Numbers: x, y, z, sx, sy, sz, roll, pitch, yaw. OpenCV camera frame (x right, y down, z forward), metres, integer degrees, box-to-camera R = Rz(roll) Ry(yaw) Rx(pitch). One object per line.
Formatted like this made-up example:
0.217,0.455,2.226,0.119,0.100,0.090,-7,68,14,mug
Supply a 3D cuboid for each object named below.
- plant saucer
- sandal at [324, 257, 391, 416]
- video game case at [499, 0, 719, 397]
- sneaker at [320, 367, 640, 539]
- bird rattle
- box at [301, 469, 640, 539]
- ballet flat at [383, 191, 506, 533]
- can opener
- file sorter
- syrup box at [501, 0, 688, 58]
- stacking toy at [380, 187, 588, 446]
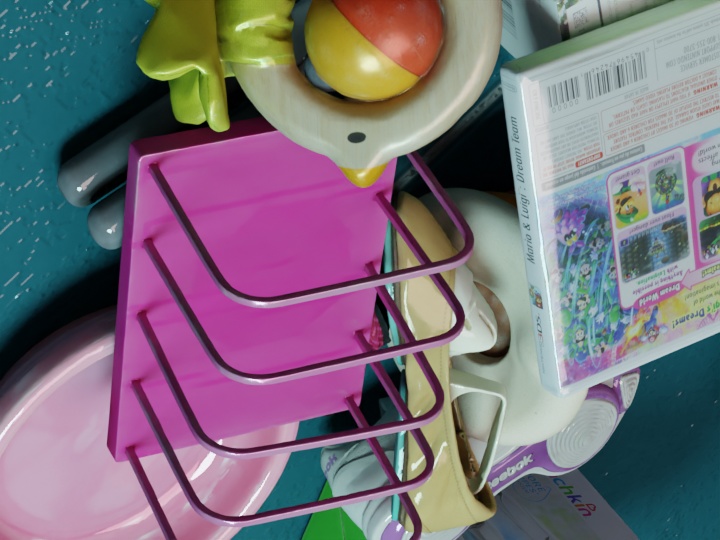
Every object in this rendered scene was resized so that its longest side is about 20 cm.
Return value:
-0.128,0.091,1.517,0.200,0.051,0.201,-22,136,-23,plant saucer
0.000,0.000,1.516,0.045,0.075,0.201,11,126,4,sandal
0.168,-0.050,1.477,0.199,0.024,0.183,-22,118,-24,video game case
0.068,0.083,1.634,0.200,0.100,0.075,-27,137,-23,sneaker
-0.007,-0.133,1.332,0.200,0.163,0.113,-46,-178,-1,bird rattle
0.087,0.202,1.677,0.176,0.200,0.097,-1,127,-37,box
0.045,0.047,1.508,0.063,0.069,0.201,0,121,4,ballet flat
-0.056,-0.087,1.398,0.200,0.053,0.067,-34,169,-9,can opener
-0.032,0.040,1.395,0.139,0.126,0.200,-12,134,-22,file sorter
0.163,-0.178,1.481,0.200,0.081,0.079,-32,140,-15,syrup box
0.119,-0.002,1.596,0.200,0.146,0.146,-27,142,-42,stacking toy
